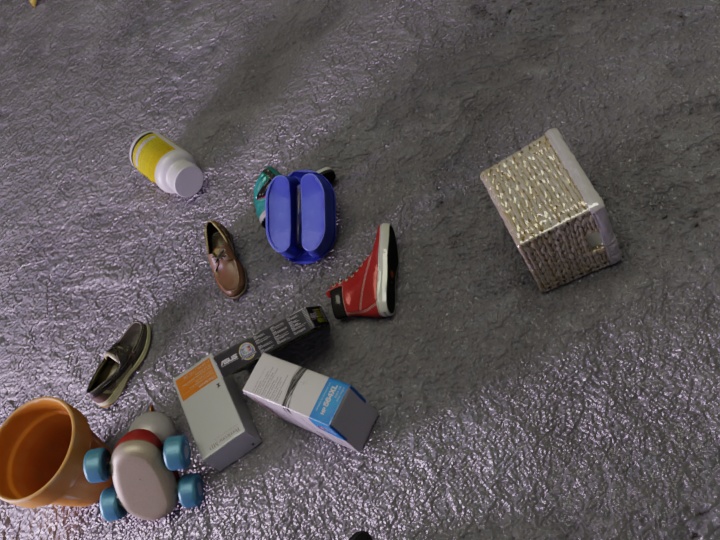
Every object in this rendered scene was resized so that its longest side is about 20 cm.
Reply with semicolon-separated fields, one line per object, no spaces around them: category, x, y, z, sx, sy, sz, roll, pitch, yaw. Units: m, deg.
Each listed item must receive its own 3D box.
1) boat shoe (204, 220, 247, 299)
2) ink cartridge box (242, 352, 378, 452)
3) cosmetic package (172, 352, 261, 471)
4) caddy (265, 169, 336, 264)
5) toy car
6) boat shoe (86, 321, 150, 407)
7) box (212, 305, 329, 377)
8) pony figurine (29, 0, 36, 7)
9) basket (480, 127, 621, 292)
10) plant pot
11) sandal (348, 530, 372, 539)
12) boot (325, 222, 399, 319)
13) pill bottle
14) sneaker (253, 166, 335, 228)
boat shoe;-0.306;-0.025;1.708;0.072;0.068;0.201;-30;53;2
ink cartridge box;-0.089;0.236;1.395;0.199;0.146;0.085;17;69;31
cosmetic package;-0.281;0.272;1.508;0.101;0.071;0.200;-35;53;1
caddy;-0.124;-0.115;1.638;0.140;0.105;0.202;-1;87;12
toy car;-0.397;0.350;1.489;0.183;0.178;0.200;-10;26;3
boat shoe;-0.518;0.193;1.670;0.073;0.065;0.201;6;62;29
box;-0.166;0.133;1.489;0.199;0.160;0.045;-29;84;7
pony figurine;-1.114;-1.040;2.687;0.193;0.167;0.200;43;78;5
basket;0.339;-0.098;1.380;0.160;0.198;0.201;-29;53;10
plant pot;-0.580;0.372;1.512;0.199;0.183;0.202;-12;56;18
sandal;-0.024;0.516;1.239;0.048;0.075;0.202;-12;54;38
boot;0.000;0.000;1.553;0.143;0.072;0.201;-5;62;23
pill bottle;-0.471;-0.257;1.903;0.111;0.111;0.200;-48;52;-10
sneaker;-0.161;-0.195;1.744;0.199;0.084;0.121;-34;61;3
